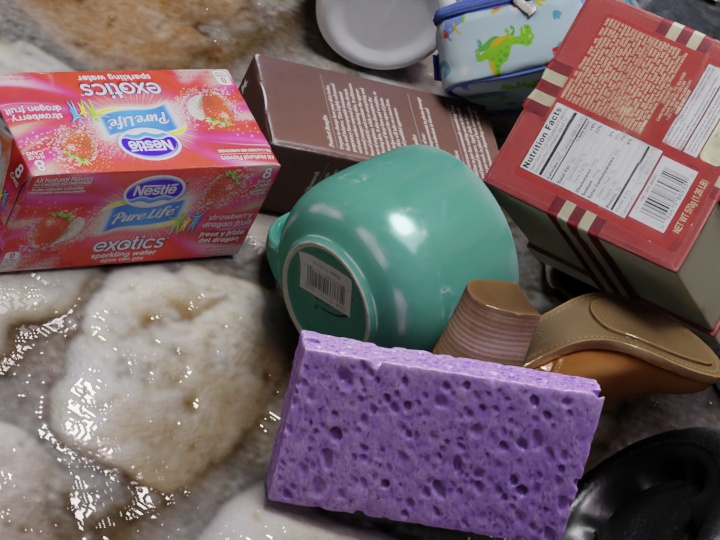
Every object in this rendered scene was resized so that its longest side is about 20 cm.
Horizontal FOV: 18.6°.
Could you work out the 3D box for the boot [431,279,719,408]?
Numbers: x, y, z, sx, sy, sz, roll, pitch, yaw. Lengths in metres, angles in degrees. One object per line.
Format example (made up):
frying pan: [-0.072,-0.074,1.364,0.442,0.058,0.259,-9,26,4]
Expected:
boot: [0.131,0.096,1.471,0.198,0.156,0.077,8,28,-22]

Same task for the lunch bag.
lunch bag: [0.145,-0.174,1.740,0.200,0.159,0.083,14,67,-72]

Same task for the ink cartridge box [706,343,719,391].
ink cartridge box: [0.376,0.085,1.650,0.144,0.146,0.201,2,45,-30]

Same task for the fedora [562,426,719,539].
fedora: [0.196,0.196,1.438,0.092,0.199,0.201,56,33,-21]

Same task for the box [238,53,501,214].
box: [0.004,-0.087,1.663,0.198,0.075,0.101,12,42,-24]

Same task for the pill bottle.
pill bottle: [0.018,-0.270,1.837,0.115,0.116,0.201,16,40,-17]

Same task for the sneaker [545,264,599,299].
sneaker: [0.168,-0.036,1.709,0.084,0.073,0.201,-3,50,-38]

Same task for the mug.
mug: [0.007,0.008,1.516,0.114,0.185,0.153,-26,86,-38]

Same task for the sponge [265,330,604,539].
sponge: [0.047,0.109,1.414,0.198,0.112,0.030,10,21,-9]

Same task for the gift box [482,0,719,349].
gift box: [0.217,-0.053,1.533,0.199,0.185,0.187,32,-5,26]

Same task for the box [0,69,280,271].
box: [-0.169,-0.071,1.513,0.199,0.096,0.100,-4,50,-36]
